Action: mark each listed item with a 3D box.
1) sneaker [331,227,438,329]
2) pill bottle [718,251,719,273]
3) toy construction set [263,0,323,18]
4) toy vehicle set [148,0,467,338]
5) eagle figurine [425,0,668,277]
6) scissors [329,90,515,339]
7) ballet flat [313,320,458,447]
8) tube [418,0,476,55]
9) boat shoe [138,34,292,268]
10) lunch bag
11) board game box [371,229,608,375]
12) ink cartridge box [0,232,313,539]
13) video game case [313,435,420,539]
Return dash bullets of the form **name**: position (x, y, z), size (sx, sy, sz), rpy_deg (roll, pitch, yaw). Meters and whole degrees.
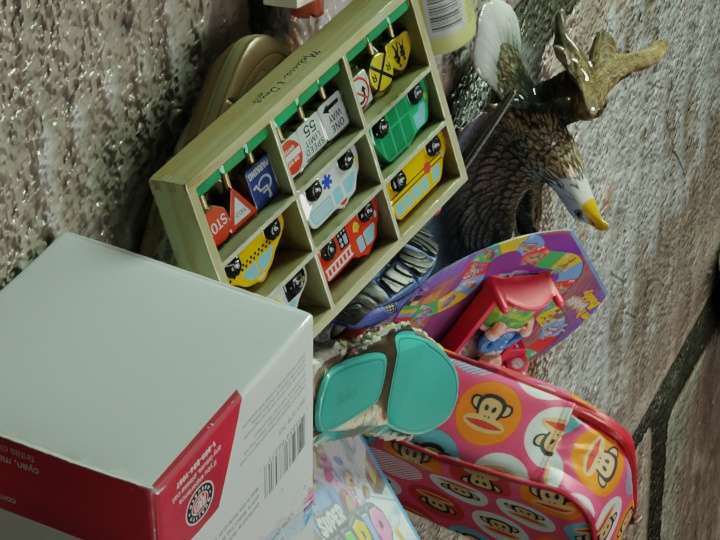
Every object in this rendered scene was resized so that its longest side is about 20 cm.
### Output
- **sneaker**: position (0.000, 0.000, 1.313), size (0.200, 0.075, 0.079), rpy_deg (-72, -178, -74)
- **pill bottle**: position (0.441, 0.029, 2.395), size (0.111, 0.110, 0.200), rpy_deg (-65, 157, -19)
- **toy construction set**: position (0.005, -0.229, 1.185), size (0.131, 0.091, 0.201), rpy_deg (-66, 170, -66)
- **toy vehicle set**: position (-0.022, -0.047, 1.181), size (0.200, 0.026, 0.125), rpy_deg (-45, 130, -37)
- **eagle figurine**: position (0.111, -0.072, 1.551), size (0.151, 0.152, 0.200), rpy_deg (10, 140, -32)
- **scissors**: position (0.038, -0.026, 1.376), size (0.200, 0.014, 0.073), rpy_deg (-47, -161, 40)
- **ballet flat**: position (-0.008, 0.061, 1.307), size (0.200, 0.063, 0.076), rpy_deg (8, 93, -64)
- **tube**: position (0.031, -0.221, 1.321), size (0.058, 0.051, 0.201), rpy_deg (-95, 175, -50)
- **boat shoe**: position (-0.085, -0.027, 1.179), size (0.073, 0.062, 0.202), rpy_deg (22, 82, -50)
- **lunch bag**: position (0.084, 0.132, 1.499), size (0.082, 0.199, 0.177), rpy_deg (-61, 158, -23)
- **board game box**: position (0.096, 0.046, 1.546), size (0.157, 0.039, 0.200), rpy_deg (-29, 153, 5)
- **ink cartridge box**: position (-0.115, 0.116, 1.083), size (0.145, 0.144, 0.201), rpy_deg (-49, 148, -46)
- **video game case**: position (-0.002, 0.159, 1.293), size (0.018, 0.201, 0.143), rpy_deg (-34, 170, 22)
